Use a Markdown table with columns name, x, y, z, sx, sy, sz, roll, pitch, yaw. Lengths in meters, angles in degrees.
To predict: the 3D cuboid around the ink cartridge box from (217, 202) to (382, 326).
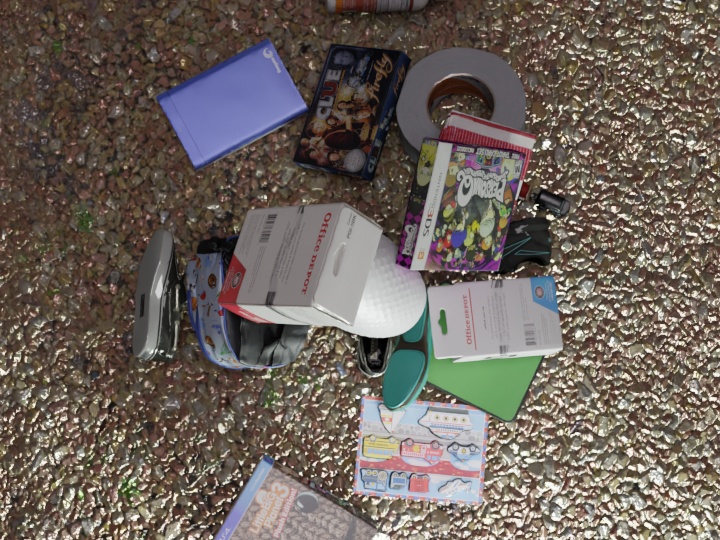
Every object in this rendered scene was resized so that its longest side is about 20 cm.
| name | x | y | z | sx | sy | sz | roll | pitch | yaw |
| --- | --- | --- | --- | --- | --- | --- | --- | --- | --- |
| ink cartridge box | -0.081 | -0.006 | 1.468 | 0.083 | 0.200 | 0.147 | 31 | 70 | -39 |

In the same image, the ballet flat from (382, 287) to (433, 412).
| name | x | y | z | sx | sy | sz | roll | pitch | yaw |
| --- | --- | --- | --- | --- | --- | --- | --- | --- | --- |
| ballet flat | 0.084 | 0.124 | 1.669 | 0.067 | 0.070 | 0.200 | 2 | 71 | 29 |

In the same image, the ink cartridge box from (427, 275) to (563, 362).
| name | x | y | z | sx | sy | sz | roll | pitch | yaw |
| --- | --- | --- | --- | --- | --- | --- | --- | --- | --- |
| ink cartridge box | 0.198 | 0.076 | 1.682 | 0.200 | 0.067 | 0.116 | -4 | 80 | -9 |

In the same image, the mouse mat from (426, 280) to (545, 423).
| name | x | y | z | sx | sy | sz | roll | pitch | yaw |
| --- | --- | --- | --- | --- | --- | --- | --- | --- | --- |
| mouse mat | 0.181 | 0.126 | 1.716 | 0.200 | 0.008 | 0.161 | 27 | 81 | 2 |

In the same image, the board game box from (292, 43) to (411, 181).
| name | x | y | z | sx | sy | sz | roll | pitch | yaw |
| --- | --- | --- | --- | --- | --- | --- | --- | --- | --- |
| board game box | -0.014 | -0.245 | 1.697 | 0.135 | 0.035 | 0.200 | 13 | 83 | 33 |

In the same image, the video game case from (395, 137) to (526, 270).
| name | x | y | z | sx | sy | sz | roll | pitch | yaw |
| --- | --- | --- | --- | --- | --- | --- | --- | --- | --- |
| video game case | 0.144 | -0.089 | 1.557 | 0.036 | 0.200 | 0.182 | 23 | 105 | 42 |

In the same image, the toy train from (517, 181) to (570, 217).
| name | x | y | z | sx | sy | sz | roll | pitch | yaw |
| --- | --- | --- | --- | --- | --- | --- | --- | --- | --- |
| toy train | 0.236 | -0.132 | 1.727 | 0.200 | 0.046 | 0.034 | 22 | 84 | -1 |

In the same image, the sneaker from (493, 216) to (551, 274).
| name | x | y | z | sx | sy | sz | roll | pitch | yaw |
| --- | --- | --- | --- | --- | --- | --- | --- | --- | --- |
| sneaker | 0.202 | -0.031 | 1.703 | 0.200 | 0.075 | 0.079 | -10 | 88 | -4 |

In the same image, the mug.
| name | x | y | z | sx | sy | sz | roll | pitch | yaw |
| --- | --- | --- | --- | --- | --- | --- | --- | --- | --- |
| mug | 0.000 | 0.000 | 1.588 | 0.148 | 0.200 | 0.175 | -40 | 131 | 23 |

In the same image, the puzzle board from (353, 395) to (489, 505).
| name | x | y | z | sx | sy | sz | roll | pitch | yaw |
| --- | --- | --- | --- | --- | --- | --- | --- | --- | --- |
| puzzle board | 0.094 | 0.277 | 1.697 | 0.200 | 0.017 | 0.151 | 6 | 85 | -3 |

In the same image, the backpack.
| name | x | y | z | sx | sy | sz | roll | pitch | yaw |
| --- | --- | --- | --- | --- | --- | --- | --- | --- | --- |
| backpack | -0.166 | 0.052 | 1.618 | 0.200 | 0.154 | 0.191 | 5 | 77 | -40 |

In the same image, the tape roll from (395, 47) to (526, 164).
| name | x | y | z | sx | sy | sz | roll | pitch | yaw |
| --- | --- | --- | --- | --- | --- | --- | --- | --- | --- |
| tape roll | 0.155 | -0.241 | 1.699 | 0.200 | 0.066 | 0.201 | -2 | 72 | 5 |

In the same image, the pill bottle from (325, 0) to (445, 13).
| name | x | y | z | sx | sy | sz | roll | pitch | yaw |
| --- | --- | --- | --- | --- | --- | --- | --- | --- | --- |
| pill bottle | 0.044 | -0.460 | 1.715 | 0.200 | 0.112 | 0.112 | -3 | 85 | -4 |

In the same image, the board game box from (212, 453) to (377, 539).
| name | x | y | z | sx | sy | sz | roll | pitch | yaw |
| --- | --- | --- | --- | --- | --- | --- | --- | --- | --- |
| board game box | -0.101 | 0.393 | 1.635 | 0.200 | 0.097 | 0.160 | 30 | 84 | 0 |

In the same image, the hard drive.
| name | x | y | z | sx | sy | sz | roll | pitch | yaw |
| --- | --- | --- | --- | --- | --- | --- | --- | --- | --- |
| hard drive | -0.200 | -0.260 | 1.726 | 0.200 | 0.025 | 0.132 | -29 | 87 | -5 |

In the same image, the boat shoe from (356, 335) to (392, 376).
| name | x | y | z | sx | sy | sz | roll | pitch | yaw |
| --- | --- | --- | --- | --- | --- | --- | --- | --- | --- |
| boat shoe | 0.026 | 0.062 | 1.689 | 0.071 | 0.064 | 0.200 | -1 | 84 | -4 |

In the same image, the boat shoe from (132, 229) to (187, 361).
| name | x | y | z | sx | sy | sz | roll | pitch | yaw |
| --- | --- | --- | --- | --- | --- | --- | --- | --- | --- |
| boat shoe | -0.299 | 0.039 | 1.670 | 0.064 | 0.071 | 0.200 | 15 | 73 | -33 |

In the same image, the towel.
| name | x | y | z | sx | sy | sz | roll | pitch | yaw |
| --- | --- | --- | --- | --- | --- | --- | --- | --- | --- |
| towel | 0.167 | -0.123 | 1.634 | 0.144 | 0.023 | 0.200 | 14 | 103 | -13 |
